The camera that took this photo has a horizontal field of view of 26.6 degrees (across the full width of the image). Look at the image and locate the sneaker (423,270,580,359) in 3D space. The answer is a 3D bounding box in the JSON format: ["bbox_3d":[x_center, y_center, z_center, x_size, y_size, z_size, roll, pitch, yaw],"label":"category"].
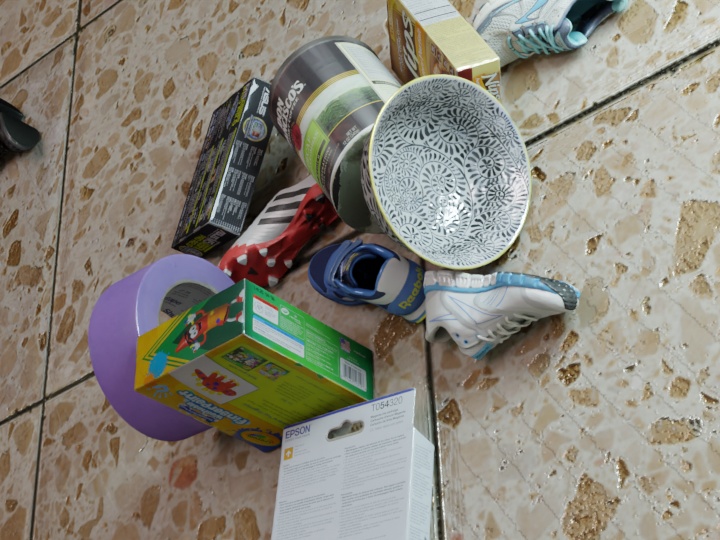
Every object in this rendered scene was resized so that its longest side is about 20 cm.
[{"bbox_3d":[0.137,0.047,1.515,0.200,0.075,0.087,-2,75,52],"label":"sneaker"}]

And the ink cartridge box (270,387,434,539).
[{"bbox_3d":[-0.010,0.238,1.563,0.196,0.043,0.200,-20,51,39],"label":"ink cartridge box"}]

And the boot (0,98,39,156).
[{"bbox_3d":[-0.589,-0.173,2.407,0.174,0.069,0.200,-56,32,8],"label":"boot"}]

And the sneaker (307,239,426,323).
[{"bbox_3d":[0.000,0.000,1.667,0.200,0.082,0.074,11,77,51],"label":"sneaker"}]

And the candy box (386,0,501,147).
[{"bbox_3d":[0.091,-0.228,1.682,0.055,0.116,0.200,-17,42,-14],"label":"candy box"}]

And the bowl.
[{"bbox_3d":[0.070,-0.094,1.573,0.094,0.201,0.201,-14,57,58],"label":"bowl"}]

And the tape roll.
[{"bbox_3d":[-0.207,0.088,1.736,0.085,0.200,0.200,-25,51,34],"label":"tape roll"}]

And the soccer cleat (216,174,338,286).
[{"bbox_3d":[-0.096,-0.049,1.815,0.200,0.069,0.085,-41,32,18],"label":"soccer cleat"}]

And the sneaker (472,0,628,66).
[{"bbox_3d":[0.199,-0.267,1.628,0.200,0.078,0.086,-33,50,28],"label":"sneaker"}]

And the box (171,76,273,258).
[{"bbox_3d":[-0.168,-0.125,1.904,0.160,0.044,0.200,-24,48,63],"label":"box"}]

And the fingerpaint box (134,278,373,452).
[{"bbox_3d":[-0.112,0.105,1.627,0.167,0.200,0.073,-28,48,33],"label":"fingerpaint box"}]

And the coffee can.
[{"bbox_3d":[-0.002,-0.155,1.712,0.146,0.146,0.200,-49,41,12],"label":"coffee can"}]
